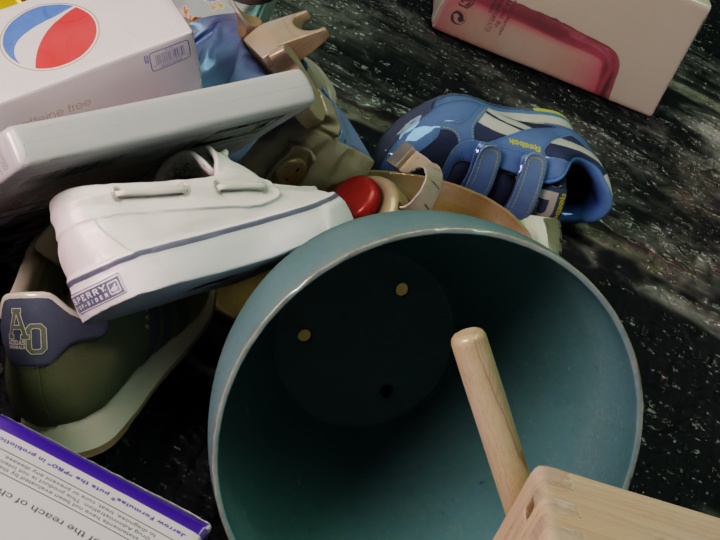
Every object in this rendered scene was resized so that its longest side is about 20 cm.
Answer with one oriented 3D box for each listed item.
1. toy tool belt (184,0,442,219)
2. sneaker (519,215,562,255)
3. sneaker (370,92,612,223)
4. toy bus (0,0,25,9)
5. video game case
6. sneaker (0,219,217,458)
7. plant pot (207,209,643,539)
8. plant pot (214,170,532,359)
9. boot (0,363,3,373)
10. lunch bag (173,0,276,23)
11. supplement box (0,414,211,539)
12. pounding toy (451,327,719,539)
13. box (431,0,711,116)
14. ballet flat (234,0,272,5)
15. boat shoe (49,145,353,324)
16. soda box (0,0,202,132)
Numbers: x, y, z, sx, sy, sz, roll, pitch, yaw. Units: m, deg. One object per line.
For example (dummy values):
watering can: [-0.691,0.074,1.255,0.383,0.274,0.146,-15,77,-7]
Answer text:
toy tool belt: [-0.057,-0.082,1.017,0.200,0.125,0.123,41,-3,46]
sneaker: [0.070,0.029,1.078,0.088,0.077,0.200,8,27,2]
sneaker: [0.090,-0.065,1.222,0.199,0.074,0.082,-4,44,-40]
toy bus: [-0.214,-0.116,1.032,0.192,0.136,0.200,39,31,-10]
video game case: [-0.146,-0.041,0.905,0.199,0.182,0.023,-20,84,-50]
sneaker: [-0.123,0.006,0.911,0.067,0.090,0.200,-3,27,16]
plant pot: [0.017,0.056,0.878,0.199,0.201,0.135,15,14,-19]
plant pot: [0.000,0.000,1.038,0.198,0.028,0.200,0,30,0]
boot: [-0.209,0.076,0.690,0.166,0.073,0.200,-32,44,-7]
lunch bag: [-0.149,-0.196,1.150,0.199,0.161,0.077,25,29,-3]
supplement box: [-0.145,0.158,0.662,0.103,0.102,0.200,27,30,2]
pounding toy: [0.100,0.159,0.765,0.199,0.185,0.143,18,31,-13]
box: [0.168,-0.229,1.497,0.199,0.109,0.128,21,30,-9]
ballet flat: [-0.100,-0.235,1.066,0.067,0.046,0.200,-17,59,-31]
boat shoe: [-0.071,-0.027,0.881,0.200,0.073,0.066,-17,84,-62]
soda box: [-0.182,-0.084,0.928,0.199,0.064,0.068,-22,51,-15]
